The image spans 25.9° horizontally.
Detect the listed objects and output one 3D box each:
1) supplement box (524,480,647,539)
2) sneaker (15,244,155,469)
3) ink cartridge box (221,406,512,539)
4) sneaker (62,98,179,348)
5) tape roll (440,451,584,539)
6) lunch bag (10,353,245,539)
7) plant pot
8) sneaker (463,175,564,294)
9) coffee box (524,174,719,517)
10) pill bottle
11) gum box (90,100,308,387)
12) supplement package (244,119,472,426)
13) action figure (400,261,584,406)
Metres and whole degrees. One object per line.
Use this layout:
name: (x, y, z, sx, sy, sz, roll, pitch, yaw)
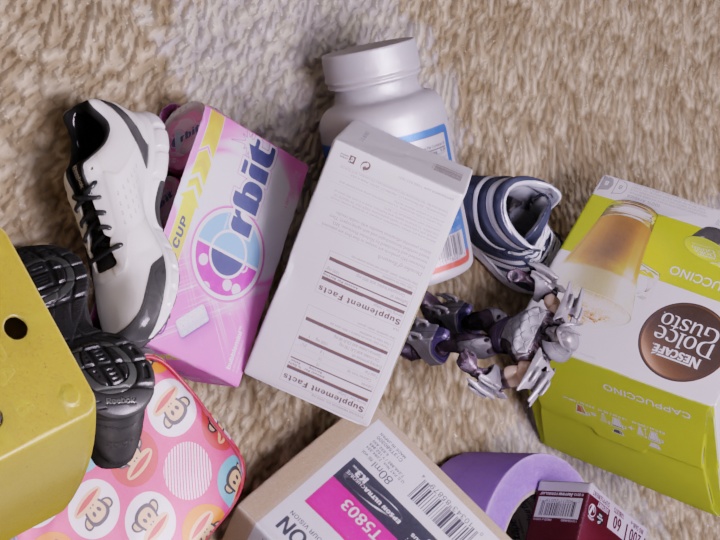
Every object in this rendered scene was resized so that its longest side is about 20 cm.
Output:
supplement box: (0.184, 0.300, 1.385, 0.109, 0.060, 0.202, 38, 60, -40)
sneaker: (-0.211, 0.060, 1.100, 0.075, 0.200, 0.092, -14, 135, -27)
ink cartridge box: (0.013, 0.230, 1.284, 0.200, 0.075, 0.164, 43, 53, 14)
sneaker: (-0.184, -0.035, 1.146, 0.080, 0.073, 0.202, 25, 47, -48)
tape roll: (0.135, 0.268, 1.440, 0.199, 0.084, 0.203, 6, 83, -49)
lunch bag: (-0.194, 0.162, 1.166, 0.201, 0.081, 0.177, -51, 121, -27)
plant pot: (-0.279, 0.081, 0.984, 0.199, 0.176, 0.201, -26, 84, -37)
sneaker: (0.161, -0.029, 1.456, 0.199, 0.108, 0.071, 32, 71, -37)
coffee box: (0.283, 0.071, 1.466, 0.199, 0.198, 0.201, -56, 150, -25)
pill bottle: (0.026, -0.091, 1.334, 0.111, 0.112, 0.203, -20, 104, -39)
gum box: (-0.125, -0.024, 1.232, 0.113, 0.066, 0.202, 29, 72, -40)
supplement package: (0.000, 0.000, 1.242, 0.114, 0.108, 0.202, -60, 172, -74)
action figure: (0.115, 0.055, 1.357, 0.130, 0.199, 0.070, -50, 120, -29)
